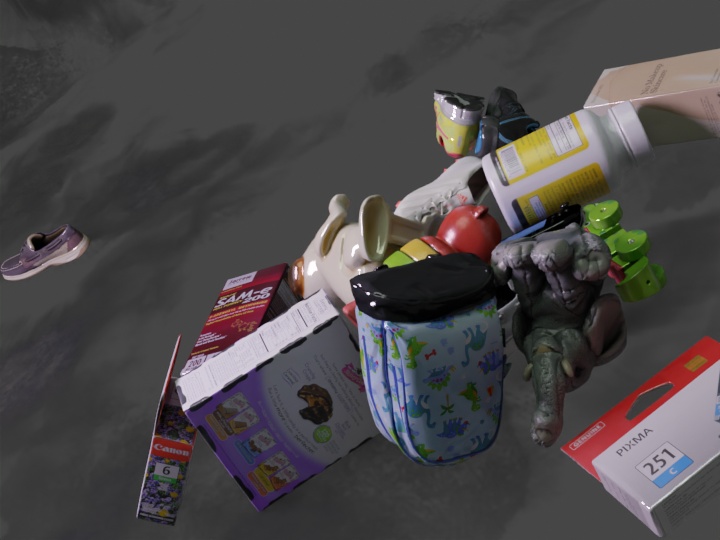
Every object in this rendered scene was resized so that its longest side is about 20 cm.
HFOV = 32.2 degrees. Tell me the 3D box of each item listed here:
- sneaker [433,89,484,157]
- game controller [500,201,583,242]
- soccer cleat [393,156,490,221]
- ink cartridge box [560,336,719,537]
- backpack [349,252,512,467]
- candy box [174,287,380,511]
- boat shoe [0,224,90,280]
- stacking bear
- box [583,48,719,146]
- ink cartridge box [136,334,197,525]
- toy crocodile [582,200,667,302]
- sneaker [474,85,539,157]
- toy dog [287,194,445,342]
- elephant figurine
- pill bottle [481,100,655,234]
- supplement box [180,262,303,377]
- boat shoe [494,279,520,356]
[{"bbox_3d":[0.141,-0.216,1.854,0.077,0.091,0.200,8,15,4],"label":"sneaker"},{"bbox_3d":[0.180,-0.026,1.517,0.199,0.042,0.104,-28,-4,15],"label":"game controller"},{"bbox_3d":[0.112,-0.090,1.692,0.200,0.070,0.077,-43,34,-25],"label":"soccer cleat"},{"bbox_3d":[0.303,0.137,1.179,0.199,0.045,0.176,-36,30,-9],"label":"ink cartridge box"},{"bbox_3d":[0.075,0.103,1.294,0.162,0.201,0.154,-10,32,-28],"label":"backpack"},{"bbox_3d":[-0.078,0.145,1.399,0.199,0.168,0.072,-32,30,-3],"label":"candy box"},{"bbox_3d":[-0.584,-0.038,2.275,0.199,0.065,0.072,-16,34,27],"label":"boat shoe"},{"bbox_3d":[0.085,0.010,1.440,0.114,0.122,0.200,42,85,23],"label":"stacking bear"},{"bbox_3d":[0.400,-0.218,1.602,0.199,0.078,0.095,-5,39,38],"label":"box"},{"bbox_3d":[-0.214,0.187,1.453,0.050,0.201,0.109,14,34,-6],"label":"ink cartridge box"},{"bbox_3d":[0.291,-0.022,1.411,0.061,0.068,0.200,-30,29,4],"label":"toy crocodile"},{"bbox_3d":[0.214,-0.203,1.787,0.081,0.074,0.200,12,31,5],"label":"sneaker"},{"bbox_3d":[0.000,0.000,1.591,0.139,0.196,0.199,3,-4,-36],"label":"toy dog"},{"bbox_3d":[0.211,0.063,1.317,0.154,0.202,0.141,-12,7,-18],"label":"elephant figurine"},{"bbox_3d":[0.262,-0.134,1.568,0.199,0.112,0.112,-25,29,12],"label":"pill bottle"},{"bbox_3d":[-0.155,0.083,1.683,0.108,0.061,0.201,-16,31,27],"label":"supplement box"},{"bbox_3d":[0.177,0.029,1.440,0.200,0.069,0.072,-41,29,-17],"label":"boat shoe"}]
